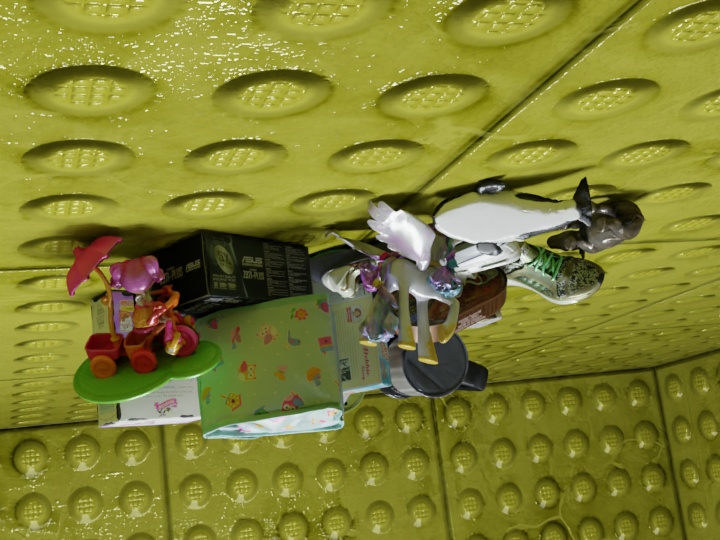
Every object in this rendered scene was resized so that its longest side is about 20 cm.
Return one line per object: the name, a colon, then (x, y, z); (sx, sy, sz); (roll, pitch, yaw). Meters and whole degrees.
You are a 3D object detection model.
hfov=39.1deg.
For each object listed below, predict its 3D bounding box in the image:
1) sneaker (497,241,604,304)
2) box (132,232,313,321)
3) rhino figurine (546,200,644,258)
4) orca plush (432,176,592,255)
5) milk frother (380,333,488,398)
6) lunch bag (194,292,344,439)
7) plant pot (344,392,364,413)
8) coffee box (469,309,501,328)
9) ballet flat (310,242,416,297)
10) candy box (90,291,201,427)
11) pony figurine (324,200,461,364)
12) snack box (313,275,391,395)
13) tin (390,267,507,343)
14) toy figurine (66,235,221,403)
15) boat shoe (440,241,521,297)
sneaker: (0.264, -0.007, 1.514); (0.197, 0.078, 0.089); (12, 162, 32)
box: (-0.191, 0.018, 1.409); (0.162, 0.088, 0.198); (-18, 164, 40)
rhino figurine: (0.334, -0.054, 1.468); (0.086, 0.061, 0.200); (-1, 167, -19)
orca plush: (0.191, -0.088, 1.289); (0.197, 0.072, 0.106); (-17, 121, 15)
milk frother: (0.122, 0.114, 1.728); (0.177, 0.204, 0.188); (0, 173, -17)
lunch bag: (-0.126, 0.134, 1.369); (0.196, 0.173, 0.122); (-8, 160, 0)
plant pot: (-0.063, 0.176, 1.795); (0.184, 0.191, 0.200); (-4, -166, -16)
coffee box: (0.114, 0.033, 1.598); (0.197, 0.115, 0.080); (-2, 167, -25)
ballet flat: (0.000, 0.000, 1.478); (0.197, 0.074, 0.073); (-13, 166, 23)
candy box: (-0.334, 0.141, 1.610); (0.166, 0.204, 0.071); (5, 163, -43)
pony figurine: (0.057, 0.004, 1.342); (0.191, 0.204, 0.166); (18, 164, -27)
snack box: (-0.020, 0.084, 1.538); (0.114, 0.204, 0.037); (-13, 165, 26)
tin: (0.128, 0.044, 1.499); (0.198, 0.112, 0.042); (-24, 132, -25)
toy figurine: (-0.288, 0.045, 1.271); (0.196, 0.187, 0.151); (-6, -152, 7)
boat shoe: (0.147, -0.007, 1.477); (0.200, 0.075, 0.086); (-22, 118, 32)
